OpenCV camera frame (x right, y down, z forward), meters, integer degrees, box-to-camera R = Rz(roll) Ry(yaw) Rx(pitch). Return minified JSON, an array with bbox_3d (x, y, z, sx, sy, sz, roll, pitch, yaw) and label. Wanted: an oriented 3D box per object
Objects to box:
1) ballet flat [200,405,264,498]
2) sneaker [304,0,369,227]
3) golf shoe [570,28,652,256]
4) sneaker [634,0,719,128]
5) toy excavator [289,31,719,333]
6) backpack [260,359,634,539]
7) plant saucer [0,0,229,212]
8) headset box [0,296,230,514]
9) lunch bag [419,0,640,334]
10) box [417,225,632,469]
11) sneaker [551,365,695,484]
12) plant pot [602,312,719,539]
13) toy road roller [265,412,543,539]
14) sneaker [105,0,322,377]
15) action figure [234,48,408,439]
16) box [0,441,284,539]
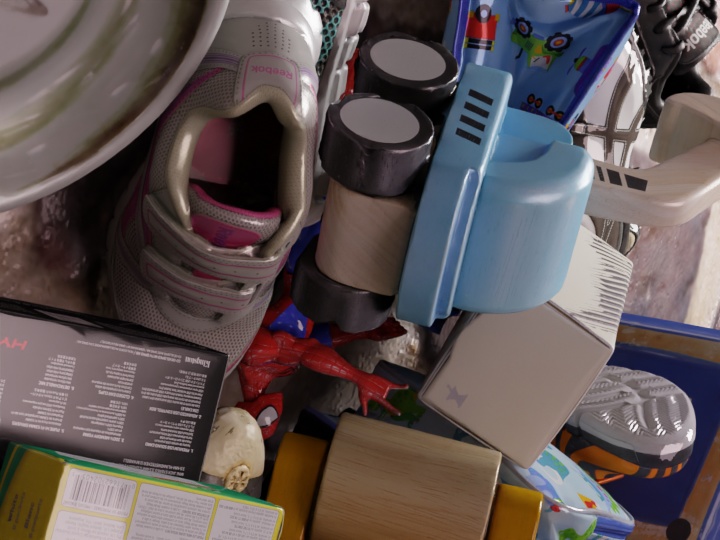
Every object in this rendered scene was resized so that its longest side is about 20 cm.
[{"bbox_3d":[-0.077,0.158,0.952,0.066,0.057,0.201,9,102,-43],"label":"ballet flat"},{"bbox_3d":[-0.050,-0.103,0.983,0.091,0.077,0.201,-20,123,-41],"label":"sneaker"},{"bbox_3d":[0.120,-0.072,1.246,0.094,0.077,0.201,-44,134,-39],"label":"golf shoe"},{"bbox_3d":[0.163,-0.165,1.257,0.071,0.098,0.201,-44,134,-36],"label":"sneaker"},{"bbox_3d":[0.085,-0.036,0.987,0.195,0.199,0.100,-68,173,-56],"label":"toy excavator"},{"bbox_3d":[0.056,0.150,1.125,0.147,0.183,0.200,-54,149,0],"label":"backpack"},{"bbox_3d":[-0.144,-0.106,0.825,0.199,0.050,0.201,-26,146,-19],"label":"plant saucer"},{"bbox_3d":[-0.153,0.113,0.881,0.148,0.077,0.201,12,92,-40],"label":"headset box"},{"bbox_3d":[0.066,-0.063,1.130,0.151,0.094,0.201,-60,172,-83],"label":"lunch bag"},{"bbox_3d":[0.090,0.028,1.112,0.082,0.068,0.200,-56,179,17],"label":"box"},{"bbox_3d":[0.129,0.113,1.223,0.077,0.200,0.113,-4,102,-20],"label":"sneaker"},{"bbox_3d":[0.209,0.139,1.356,0.180,0.199,0.201,44,66,-45],"label":"plant pot"},{"bbox_3d":[0.004,0.164,0.931,0.146,0.122,0.201,81,22,-79],"label":"toy road roller"},{"bbox_3d":[-0.067,-0.024,0.935,0.088,0.081,0.201,-97,-162,-59],"label":"sneaker"},{"bbox_3d":[0.000,0.000,1.074,0.065,0.099,0.201,73,39,-78],"label":"action figure"},{"bbox_3d":[-0.109,0.178,0.850,0.117,0.048,0.201,18,85,-40],"label":"box"}]
